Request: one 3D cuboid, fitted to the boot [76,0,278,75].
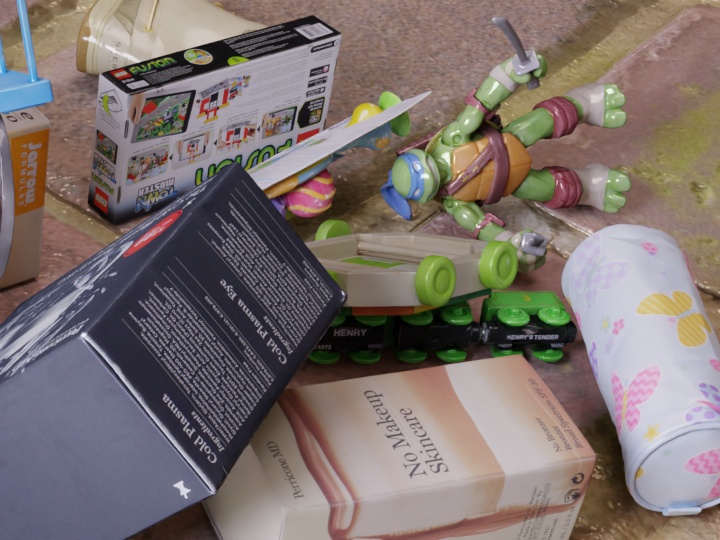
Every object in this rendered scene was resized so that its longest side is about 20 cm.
[{"bbox_3d":[-0.123,-0.202,1.446,0.155,0.073,0.200,18,37,9],"label":"boot"}]

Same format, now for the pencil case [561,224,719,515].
[{"bbox_3d":[0.188,0.061,1.149,0.083,0.091,0.200,10,38,-19],"label":"pencil case"}]

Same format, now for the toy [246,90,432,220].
[{"bbox_3d":[-0.044,-0.061,1.253,0.200,0.047,0.115,-35,13,-25],"label":"toy"}]

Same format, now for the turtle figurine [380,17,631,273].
[{"bbox_3d":[0.133,-0.080,1.295,0.194,0.200,0.144,-13,71,-40],"label":"turtle figurine"}]

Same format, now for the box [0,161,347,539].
[{"bbox_3d":[-0.136,0.062,0.953,0.104,0.200,0.182,51,35,-13],"label":"box"}]

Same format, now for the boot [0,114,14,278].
[{"bbox_3d":[-0.307,-0.018,1.017,0.199,0.189,0.069,11,29,-23],"label":"boot"}]

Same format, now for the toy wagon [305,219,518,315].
[{"bbox_3d":[0.000,0.000,1.174,0.155,0.040,0.200,8,14,39],"label":"toy wagon"}]

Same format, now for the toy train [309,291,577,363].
[{"bbox_3d":[0.049,0.035,1.202,0.199,0.042,0.056,1,27,-16],"label":"toy train"}]

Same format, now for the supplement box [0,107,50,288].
[{"bbox_3d":[-0.299,-0.035,1.116,0.200,0.126,0.073,-21,46,-37],"label":"supplement box"}]

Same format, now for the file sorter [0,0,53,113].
[{"bbox_3d":[-0.294,-0.154,1.049,0.138,0.123,0.200,-18,21,-30],"label":"file sorter"}]

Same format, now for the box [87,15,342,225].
[{"bbox_3d":[-0.104,-0.112,1.296,0.200,0.110,0.035,-22,47,-39],"label":"box"}]

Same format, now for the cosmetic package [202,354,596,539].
[{"bbox_3d":[0.021,0.121,1.030,0.199,0.087,0.103,-8,41,-26],"label":"cosmetic package"}]
